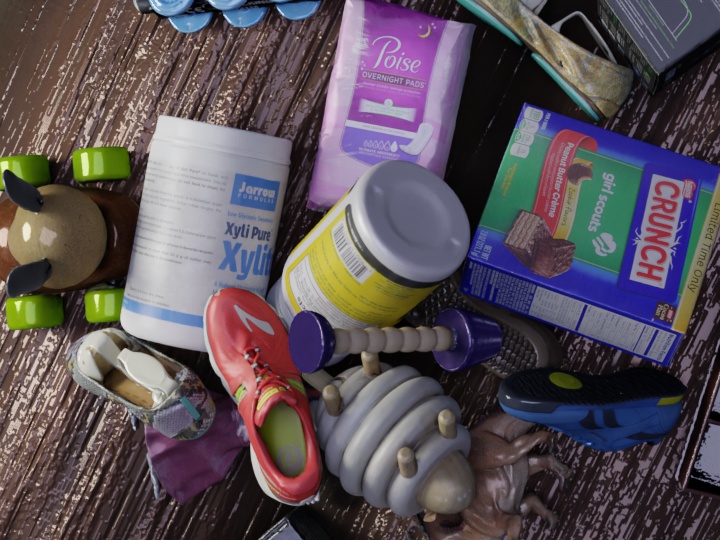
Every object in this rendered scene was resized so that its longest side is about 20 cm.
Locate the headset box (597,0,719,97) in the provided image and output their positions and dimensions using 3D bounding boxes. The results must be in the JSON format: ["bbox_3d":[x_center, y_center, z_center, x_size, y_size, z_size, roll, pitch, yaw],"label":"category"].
[{"bbox_3d":[0.308,-0.250,1.323,0.200,0.174,0.093,-35,85,7],"label":"headset box"}]

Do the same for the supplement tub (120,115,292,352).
[{"bbox_3d":[-0.141,-0.032,1.420,0.131,0.132,0.201,11,94,8],"label":"supplement tub"}]

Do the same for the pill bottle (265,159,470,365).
[{"bbox_3d":[0.000,0.000,1.364,0.114,0.114,0.200,51,138,5],"label":"pill bottle"}]

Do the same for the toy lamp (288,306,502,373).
[{"bbox_3d":[0.035,0.060,1.302,0.199,0.058,0.059,-1,92,-36],"label":"toy lamp"}]

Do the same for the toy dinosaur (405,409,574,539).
[{"bbox_3d":[0.113,0.191,1.414,0.135,0.086,0.201,14,82,29],"label":"toy dinosaur"}]

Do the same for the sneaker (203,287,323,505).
[{"bbox_3d":[-0.076,0.102,1.328,0.077,0.085,0.201,-22,82,-10],"label":"sneaker"}]

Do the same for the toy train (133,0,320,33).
[{"bbox_3d":[-0.117,-0.289,1.438,0.199,0.087,0.115,-5,81,11],"label":"toy train"}]

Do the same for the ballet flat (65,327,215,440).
[{"bbox_3d":[-0.208,0.086,1.394,0.200,0.072,0.072,24,96,40],"label":"ballet flat"}]

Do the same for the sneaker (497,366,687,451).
[{"bbox_3d":[0.200,0.130,1.359,0.199,0.066,0.079,2,116,-33],"label":"sneaker"}]

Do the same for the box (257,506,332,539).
[{"bbox_3d":[-0.057,0.349,1.438,0.164,0.086,0.200,-41,85,7],"label":"box"}]

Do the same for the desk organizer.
[{"bbox_3d":[0.343,0.107,1.373,0.071,0.077,0.201,17,94,8],"label":"desk organizer"}]

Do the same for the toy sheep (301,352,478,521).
[{"bbox_3d":[0.024,0.141,1.360,0.200,0.138,0.138,42,97,26],"label":"toy sheep"}]

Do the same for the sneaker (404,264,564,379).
[{"bbox_3d":[0.101,0.037,1.421,0.200,0.075,0.071,42,111,25],"label":"sneaker"}]

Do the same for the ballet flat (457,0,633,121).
[{"bbox_3d":[0.165,-0.219,1.401,0.200,0.071,0.071,41,97,0],"label":"ballet flat"}]

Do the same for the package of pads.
[{"bbox_3d":[0.028,-0.141,1.419,0.120,0.076,0.201,12,93,6],"label":"package of pads"}]

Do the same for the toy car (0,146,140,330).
[{"bbox_3d":[-0.290,-0.029,1.408,0.157,0.200,0.165,-5,90,9],"label":"toy car"}]

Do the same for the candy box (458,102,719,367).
[{"bbox_3d":[0.208,-0.033,1.362,0.199,0.077,0.170,20,66,6],"label":"candy box"}]

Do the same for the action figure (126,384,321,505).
[{"bbox_3d":[-0.109,0.140,1.454,0.199,0.134,0.149,-18,46,-3],"label":"action figure"}]
